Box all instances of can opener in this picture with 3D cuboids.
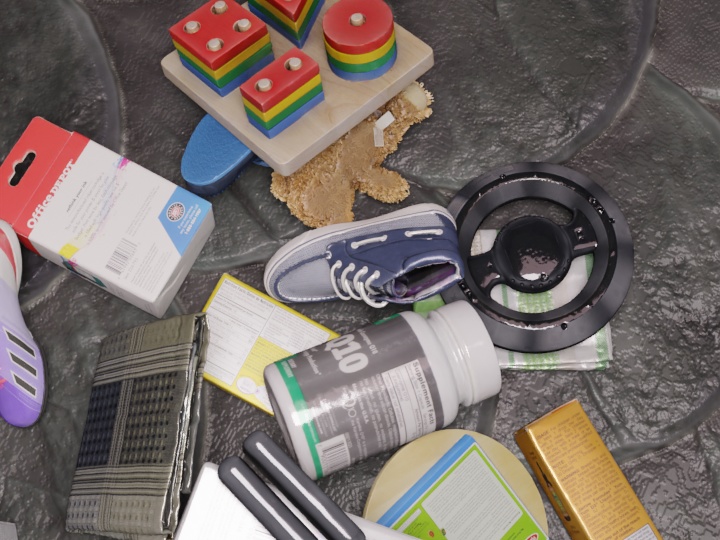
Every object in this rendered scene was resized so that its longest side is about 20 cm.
[{"bbox_3d":[-0.019,0.198,0.741,0.200,0.067,0.053,45,70,3],"label":"can opener"}]

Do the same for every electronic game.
[{"bbox_3d":[0.170,-0.015,1.022,0.199,0.042,0.201,-2,71,6],"label":"electronic game"}]

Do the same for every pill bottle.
[{"bbox_3d":[0.020,0.106,0.943,0.199,0.113,0.114,-20,77,-12],"label":"pill bottle"}]

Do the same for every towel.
[{"bbox_3d":[0.151,0.030,1.046,0.199,0.031,0.150,-1,72,-2],"label":"towel"},{"bbox_3d":[-0.196,0.142,0.917,0.034,0.199,0.194,20,69,-35],"label":"towel"}]

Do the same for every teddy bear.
[{"bbox_3d":[-0.009,-0.130,1.051,0.144,0.067,0.201,19,84,-23],"label":"teddy bear"}]

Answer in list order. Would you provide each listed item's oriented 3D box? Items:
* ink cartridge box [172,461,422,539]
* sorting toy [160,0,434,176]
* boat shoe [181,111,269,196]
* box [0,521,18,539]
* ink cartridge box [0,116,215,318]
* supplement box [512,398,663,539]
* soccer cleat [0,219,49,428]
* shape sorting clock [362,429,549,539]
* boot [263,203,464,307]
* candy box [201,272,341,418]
[{"bbox_3d":[-0.056,0.253,0.798,0.199,0.086,0.148,22,73,-5],"label":"ink cartridge box"},{"bbox_3d":[-0.066,-0.221,1.000,0.199,0.070,0.200,-39,60,-18],"label":"sorting toy"},{"bbox_3d":[-0.104,-0.144,1.037,0.084,0.069,0.200,25,63,22],"label":"boat shoe"},{"bbox_3d":[-0.356,0.331,0.888,0.124,0.098,0.201,-12,76,-7],"label":"box"},{"bbox_3d":[-0.258,-0.053,1.016,0.199,0.067,0.117,28,74,4],"label":"ink cartridge box"},{"bbox_3d":[0.225,0.224,0.973,0.069,0.067,0.201,-30,79,-11],"label":"supplement box"},{"bbox_3d":[-0.343,0.054,0.954,0.068,0.073,0.201,-7,96,18],"label":"soccer cleat"},{"bbox_3d":[0.089,0.248,0.949,0.199,0.039,0.201,7,72,-22],"label":"shape sorting clock"},{"bbox_3d":[0.000,0.000,0.983,0.199,0.073,0.091,-21,34,9],"label":"boot"},{"bbox_3d":[-0.072,0.094,1.010,0.199,0.026,0.103,28,72,4],"label":"candy box"}]
